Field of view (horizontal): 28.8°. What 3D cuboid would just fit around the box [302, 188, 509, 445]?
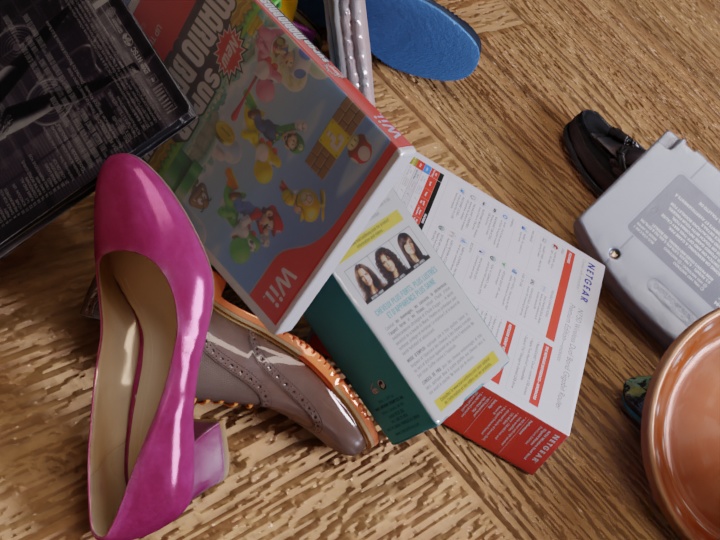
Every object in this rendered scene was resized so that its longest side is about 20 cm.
[{"bbox_3d":[0.000,0.000,0.854,0.082,0.049,0.200,-35,91,-42],"label":"box"}]

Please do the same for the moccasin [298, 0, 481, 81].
[{"bbox_3d":[0.014,-0.231,1.191,0.200,0.080,0.068,26,34,-12],"label":"moccasin"}]

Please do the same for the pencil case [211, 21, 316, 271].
[{"bbox_3d":[-0.068,-0.083,0.965,0.085,0.092,0.200,20,39,-13],"label":"pencil case"}]

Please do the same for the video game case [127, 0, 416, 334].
[{"bbox_3d":[-0.073,-0.082,0.799,0.200,0.143,0.017,47,32,19],"label":"video game case"}]

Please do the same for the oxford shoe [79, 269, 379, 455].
[{"bbox_3d":[-0.078,0.059,0.845,0.200,0.071,0.073,38,75,-9],"label":"oxford shoe"}]

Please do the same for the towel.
[{"bbox_3d":[-0.011,-0.189,1.048,0.032,0.200,0.191,-5,45,2],"label":"towel"}]

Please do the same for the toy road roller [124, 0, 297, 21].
[{"bbox_3d":[-0.154,-0.164,0.947,0.123,0.146,0.200,26,15,38],"label":"toy road roller"}]

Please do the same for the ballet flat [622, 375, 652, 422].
[{"bbox_3d":[0.291,0.117,1.031,0.200,0.074,0.074,29,38,-7],"label":"ballet flat"}]

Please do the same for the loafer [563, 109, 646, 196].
[{"bbox_3d":[0.249,-0.072,1.204,0.072,0.063,0.200,-3,51,-38],"label":"loafer"}]

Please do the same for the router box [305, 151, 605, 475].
[{"bbox_3d":[0.075,0.022,0.990,0.179,0.049,0.200,31,38,-4],"label":"router box"}]

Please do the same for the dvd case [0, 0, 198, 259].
[{"bbox_3d":[-0.209,-0.084,0.810,0.149,0.200,0.016,56,2,26],"label":"dvd case"}]

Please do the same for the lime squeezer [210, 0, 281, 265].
[{"bbox_3d":[-0.106,-0.094,0.886,0.071,0.038,0.200,17,62,-10],"label":"lime squeezer"}]

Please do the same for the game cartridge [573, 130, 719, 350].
[{"bbox_3d":[0.272,0.000,1.110,0.133,0.040,0.200,-42,80,-15],"label":"game cartridge"}]

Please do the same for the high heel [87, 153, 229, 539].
[{"bbox_3d":[-0.127,0.041,0.749,0.067,0.200,0.096,1,14,32],"label":"high heel"}]

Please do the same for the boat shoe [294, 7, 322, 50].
[{"bbox_3d":[-0.115,-0.224,1.096,0.201,0.072,0.066,26,44,-3],"label":"boat shoe"}]

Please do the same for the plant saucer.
[{"bbox_3d":[0.290,0.118,0.982,0.200,0.032,0.200,2,81,-10],"label":"plant saucer"}]
